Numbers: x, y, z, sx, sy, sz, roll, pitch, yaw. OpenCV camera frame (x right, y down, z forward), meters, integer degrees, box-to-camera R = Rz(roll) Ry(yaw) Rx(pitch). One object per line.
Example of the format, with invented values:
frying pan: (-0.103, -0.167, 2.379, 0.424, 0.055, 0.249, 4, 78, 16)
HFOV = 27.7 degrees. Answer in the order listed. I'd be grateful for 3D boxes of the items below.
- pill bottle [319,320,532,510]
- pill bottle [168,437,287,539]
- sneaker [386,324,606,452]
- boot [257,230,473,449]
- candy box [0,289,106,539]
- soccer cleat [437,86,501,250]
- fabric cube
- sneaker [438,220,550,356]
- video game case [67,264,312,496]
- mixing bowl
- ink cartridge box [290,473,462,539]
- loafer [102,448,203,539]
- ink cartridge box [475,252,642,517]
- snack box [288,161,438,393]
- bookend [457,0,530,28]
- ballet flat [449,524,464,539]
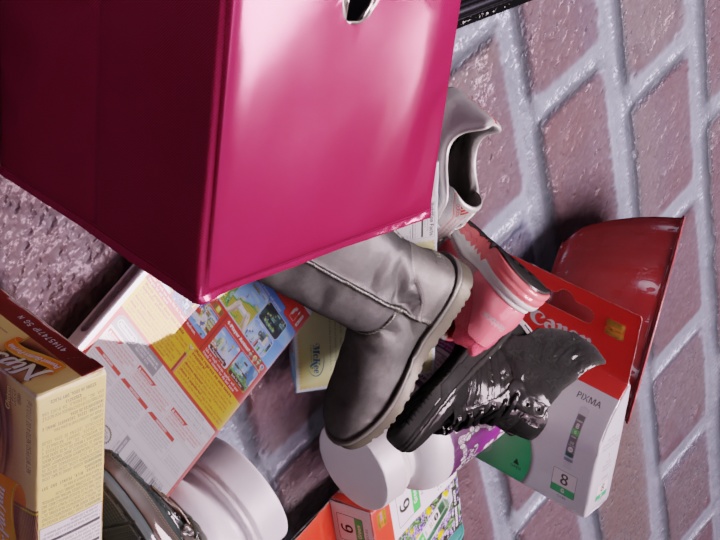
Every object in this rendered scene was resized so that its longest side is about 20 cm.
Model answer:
pill bottle: (0.062, 0.118, 1.254, 0.199, 0.112, 0.113, -33, 137, -33)
pill bottle: (-0.154, 0.220, 1.054, 0.200, 0.113, 0.115, -40, 140, -27)
sneaker: (0.112, 0.102, 1.185, 0.200, 0.104, 0.060, -47, -174, -36)
boot: (-0.031, 0.021, 1.036, 0.199, 0.072, 0.183, 26, 95, -42)
candy box: (-0.214, 0.128, 0.913, 0.055, 0.115, 0.202, -21, 129, -40)
soccer cleat: (0.051, -0.044, 1.150, 0.068, 0.085, 0.202, -1, 115, -51)
fabric cube: (-0.075, -0.132, 0.832, 0.195, 0.199, 0.202, -21, 129, -43)
sneaker: (0.082, 0.011, 1.174, 0.074, 0.200, 0.087, 39, 95, -14)
video game case: (-0.125, 0.054, 1.012, 0.201, 0.017, 0.144, -51, 131, -24)
mixing bowl: (0.230, 0.032, 1.381, 0.200, 0.107, 0.203, 16, 90, -80)
ink cartridge box: (0.017, 0.232, 1.290, 0.200, 0.050, 0.110, -40, 131, -44)
loafer: (-0.124, 0.199, 0.979, 0.063, 0.071, 0.202, -41, 107, -43)
ink cartridge box: (0.164, 0.104, 1.330, 0.050, 0.160, 0.202, -30, 135, -42)
snack box: (0.000, 0.000, 1.112, 0.114, 0.037, 0.202, -7, 126, -9)
bookend: (0.059, -0.277, 0.990, 0.198, 0.092, 0.202, -26, 131, -39)
ballet flat: (0.024, 0.295, 1.373, 0.199, 0.073, 0.074, -32, 137, -43)
